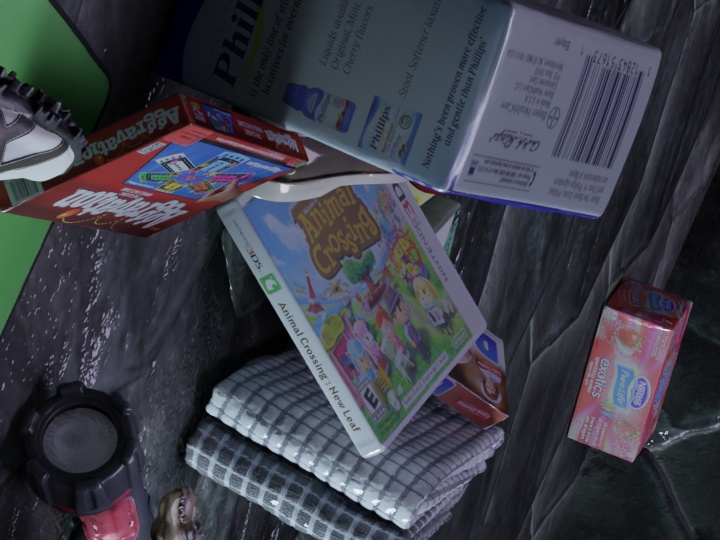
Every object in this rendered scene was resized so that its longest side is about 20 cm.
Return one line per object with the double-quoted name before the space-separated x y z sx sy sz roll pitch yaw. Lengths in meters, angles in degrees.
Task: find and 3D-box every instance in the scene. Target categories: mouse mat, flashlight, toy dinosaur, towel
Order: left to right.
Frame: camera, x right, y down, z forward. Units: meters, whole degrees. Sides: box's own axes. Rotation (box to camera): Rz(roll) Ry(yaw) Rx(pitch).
"mouse mat" -0.172 -0.051 1.115 0.200 0.007 0.162 57 55 -71
"toy dinosaur" -0.164 0.194 1.304 0.200 0.048 0.088 -43 154 19
"flashlight" -0.147 0.133 1.347 0.200 0.067 0.068 91 -17 -61
"towel" -0.012 0.123 1.620 0.086 0.165 0.200 -66 167 15

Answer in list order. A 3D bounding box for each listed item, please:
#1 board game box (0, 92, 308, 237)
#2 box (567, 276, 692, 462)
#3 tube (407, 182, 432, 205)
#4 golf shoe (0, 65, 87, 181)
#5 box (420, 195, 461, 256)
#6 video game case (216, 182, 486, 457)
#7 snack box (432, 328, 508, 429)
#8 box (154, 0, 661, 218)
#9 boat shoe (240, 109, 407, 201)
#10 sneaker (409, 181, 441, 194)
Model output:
"board game box" -0.100 -0.049 1.197 0.020 0.103 0.200 69 13 8
"box" 0.341 0.126 3.046 0.103 0.094 0.201 -42 149 -59
"tube" 0.056 -0.086 1.824 0.200 0.052 0.058 -38 105 -56
"golf shoe" -0.182 -0.053 0.968 0.095 0.078 0.200 -59 158 2
"box" 0.023 0.054 1.910 0.144 0.036 0.201 -45 153 -57
"video game case" 0.000 0.000 1.543 0.183 0.022 0.200 60 31 -8
"snack box" 0.025 0.031 1.614 0.024 0.200 0.072 -33 -141 29
"box" 0.027 -0.113 1.295 0.184 0.199 0.105 7 106 -58
"boat shoe" -0.011 -0.090 1.479 0.200 0.072 0.060 -16 127 -52
"sneaker" 0.020 -0.150 1.602 0.200 0.078 0.116 65 7 -47
